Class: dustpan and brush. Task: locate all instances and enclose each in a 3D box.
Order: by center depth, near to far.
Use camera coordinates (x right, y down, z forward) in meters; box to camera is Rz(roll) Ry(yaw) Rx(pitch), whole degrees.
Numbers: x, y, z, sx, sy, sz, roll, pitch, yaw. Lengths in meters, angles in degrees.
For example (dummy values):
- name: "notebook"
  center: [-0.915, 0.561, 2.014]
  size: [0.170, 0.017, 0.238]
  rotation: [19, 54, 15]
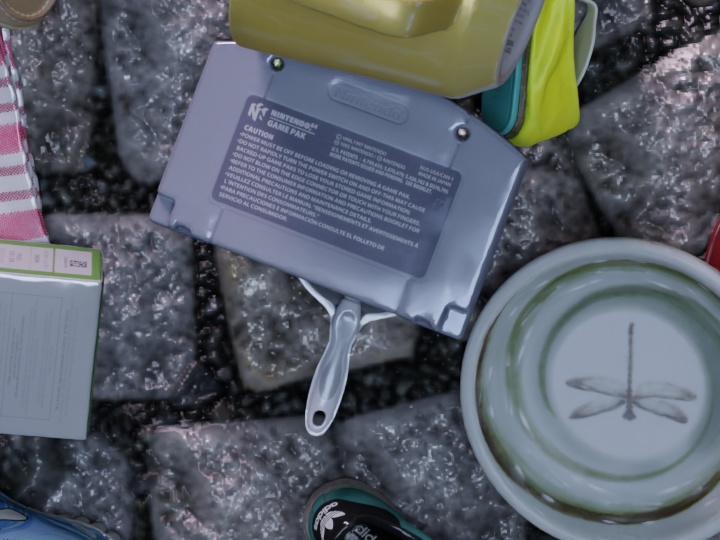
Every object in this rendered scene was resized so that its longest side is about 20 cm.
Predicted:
- name: "dustpan and brush"
  center: [0.000, 0.000, 1.635]
  size: [0.139, 0.057, 0.201]
  rotation: [16, 99, -6]

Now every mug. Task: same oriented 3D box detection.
- name: "mug"
  center: [0.017, -0.158, 1.529]
  size: [0.153, 0.187, 0.150]
  rotation: [23, 140, 10]

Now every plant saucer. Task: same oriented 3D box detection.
- name: "plant saucer"
  center: [0.161, 0.072, 1.649]
  size: [0.200, 0.050, 0.201]
  rotation: [4, 108, 14]

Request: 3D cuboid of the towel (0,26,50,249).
- name: "towel"
  center: [-0.272, -0.087, 1.618]
  size: [0.146, 0.030, 0.201]
  rotation: [-11, 101, -1]

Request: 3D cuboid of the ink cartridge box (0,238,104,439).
- name: "ink cartridge box"
  center: [-0.255, 0.035, 1.612]
  size: [0.199, 0.059, 0.104]
  rotation: [5, 111, -8]

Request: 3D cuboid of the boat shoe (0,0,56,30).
- name: "boat shoe"
  center: [-0.172, -0.233, 1.567]
  size: [0.072, 0.065, 0.201]
  rotation: [13, 97, -38]

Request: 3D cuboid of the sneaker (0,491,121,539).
- name: "sneaker"
  center: [-0.233, 0.165, 1.636]
  size: [0.199, 0.090, 0.079]
  rotation: [16, 99, -5]

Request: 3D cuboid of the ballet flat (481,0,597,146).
- name: "ballet flat"
  center: [0.111, -0.173, 1.615]
  size: [0.067, 0.067, 0.201]
  rotation: [-3, 105, -25]

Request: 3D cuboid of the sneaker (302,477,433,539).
- name: "sneaker"
  center: [0.047, 0.208, 1.666]
  size: [0.200, 0.080, 0.071]
  rotation: [37, 96, -10]

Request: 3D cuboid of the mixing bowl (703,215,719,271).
- name: "mixing bowl"
  center: [0.313, 0.021, 1.636]
  size: [0.199, 0.108, 0.201]
  rotation: [-1, 102, -4]

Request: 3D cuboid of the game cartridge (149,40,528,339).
- name: "game cartridge"
  center: [-0.010, -0.056, 1.597]
  size: [0.200, 0.041, 0.133]
  rotation: [21, 94, 8]
